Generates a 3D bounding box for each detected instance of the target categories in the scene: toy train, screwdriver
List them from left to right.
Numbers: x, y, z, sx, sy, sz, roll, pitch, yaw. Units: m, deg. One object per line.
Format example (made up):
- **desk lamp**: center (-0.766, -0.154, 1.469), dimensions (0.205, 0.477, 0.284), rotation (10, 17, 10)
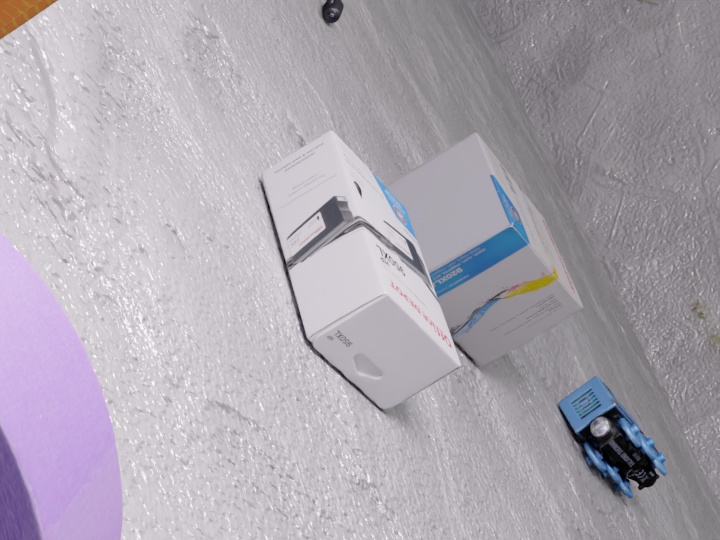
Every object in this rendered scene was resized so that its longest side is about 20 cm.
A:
- **screwdriver**: center (-0.031, -0.381, 2.096), dimensions (0.028, 0.029, 0.200), rotation (54, 20, -19)
- **toy train**: center (0.354, 0.233, 2.097), dimensions (0.200, 0.086, 0.115), rotation (43, 16, -49)

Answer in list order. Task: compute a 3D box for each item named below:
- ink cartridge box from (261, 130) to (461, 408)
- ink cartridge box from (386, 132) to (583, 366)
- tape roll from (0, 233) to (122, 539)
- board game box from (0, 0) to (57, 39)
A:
- **ink cartridge box**: center (0.000, 0.000, 1.340), dimensions (0.145, 0.084, 0.201), rotation (43, 22, -47)
- **ink cartridge box**: center (0.133, -0.019, 1.712), dimensions (0.200, 0.144, 0.148), rotation (44, 21, -46)
- **tape roll**: center (-0.167, 0.065, 0.399), dimensions (0.201, 0.199, 0.066), rotation (57, 14, -8)
- **board game box**: center (-0.234, -0.207, 0.716), dimensions (0.200, 0.199, 0.200), rotation (54, 15, -23)
